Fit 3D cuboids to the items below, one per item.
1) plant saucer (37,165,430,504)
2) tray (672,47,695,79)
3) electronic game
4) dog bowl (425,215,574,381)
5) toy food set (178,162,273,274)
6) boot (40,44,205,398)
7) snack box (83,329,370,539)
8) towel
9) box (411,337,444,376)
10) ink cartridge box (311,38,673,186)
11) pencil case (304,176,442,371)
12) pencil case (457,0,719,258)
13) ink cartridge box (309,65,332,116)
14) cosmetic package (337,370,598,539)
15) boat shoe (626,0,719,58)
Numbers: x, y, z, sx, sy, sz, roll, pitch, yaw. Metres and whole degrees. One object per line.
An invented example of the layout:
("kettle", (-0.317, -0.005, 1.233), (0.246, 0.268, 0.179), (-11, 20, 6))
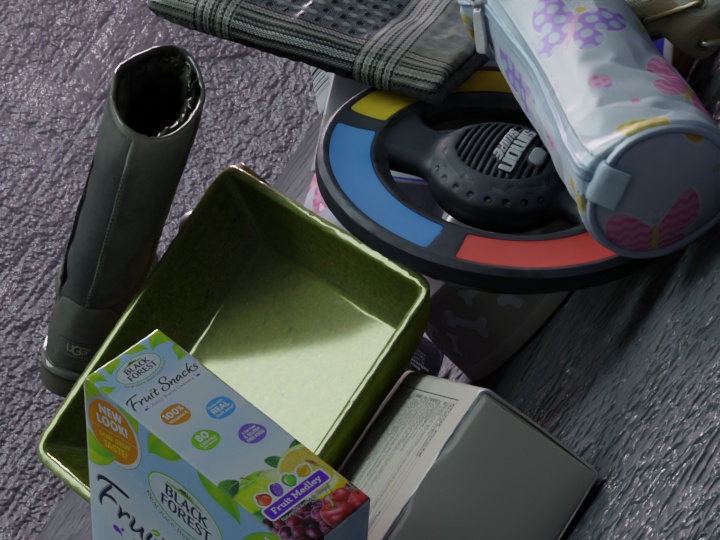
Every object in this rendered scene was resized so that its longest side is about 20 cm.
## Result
("plant saucer", (-0.061, 0.065, 1.307), (0.199, 0.048, 0.200), (31, 86, 48))
("tray", (0.186, -0.194, 1.531), (0.200, 0.098, 0.037), (-60, -29, -34))
("electronic game", (0.075, -0.051, 1.280), (0.200, 0.199, 0.042), (-65, -15, -53))
("dog bowl", (0.101, -0.029, 1.484), (0.200, 0.059, 0.200), (-54, 8, 11))
("toy food set", (-0.104, 0.032, 1.447), (0.144, 0.060, 0.201), (-163, 98, -85))
("boot", (-0.137, -0.045, 1.414), (0.182, 0.072, 0.201), (-91, 10, -58))
("snack box", (-0.065, 0.144, 1.134), (0.053, 0.142, 0.201), (-35, -34, -33))
("towel", (0.008, -0.175, 1.393), (0.200, 0.192, 0.035), (-46, -33, -45))
("box", (-0.038, 0.103, 1.509), (0.106, 0.122, 0.200), (-53, 7, 30))
("ink cartridge box", (0.081, -0.108, 1.405), (0.044, 0.197, 0.201), (91, -172, -50))
("pencil case", (0.000, 0.000, 1.418), (0.091, 0.083, 0.201), (-26, 40, 46))
("pencil case", (0.120, -0.094, 1.241), (0.083, 0.090, 0.200), (-51, 39, 21))
("ink cartridge box", (0.050, -0.196, 1.542), (0.043, 0.199, 0.197), (-40, 57, 57))
("cosmetic package", (0.040, 0.113, 1.188), (0.105, 0.071, 0.200), (-56, 8, -3))
("boat shoe", (0.189, -0.149, 1.321), (0.199, 0.065, 0.072), (-9, 3, 35))
